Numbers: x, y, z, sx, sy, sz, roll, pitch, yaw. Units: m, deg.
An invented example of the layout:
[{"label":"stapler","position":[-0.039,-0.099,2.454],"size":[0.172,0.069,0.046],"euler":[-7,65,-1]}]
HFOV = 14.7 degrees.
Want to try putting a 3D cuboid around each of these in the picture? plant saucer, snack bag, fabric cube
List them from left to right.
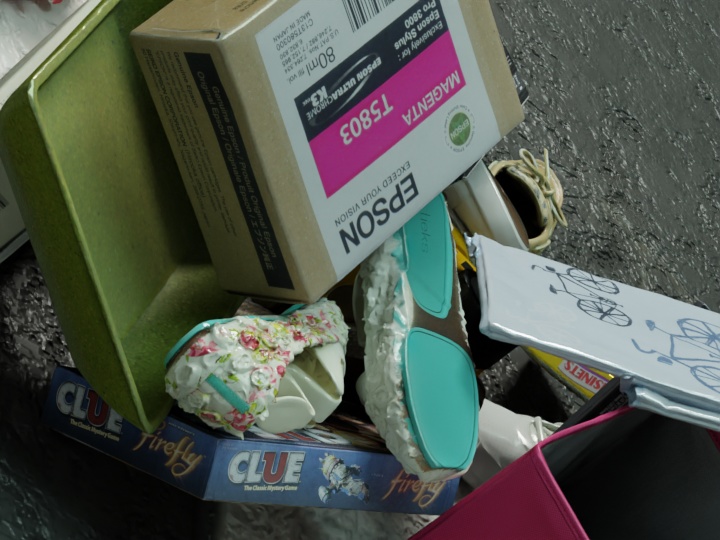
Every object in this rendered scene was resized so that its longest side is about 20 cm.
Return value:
[{"label":"plant saucer","position":[-0.126,-0.045,1.472],"size":[0.200,0.048,0.201],"euler":[-58,136,-57]},{"label":"fabric cube","position":[0.124,0.210,1.571],"size":[0.200,0.199,0.197],"euler":[-13,69,-57]},{"label":"snack bag","position":[0.154,0.041,1.622],"size":[0.199,0.022,0.189],"euler":[18,17,-6]}]

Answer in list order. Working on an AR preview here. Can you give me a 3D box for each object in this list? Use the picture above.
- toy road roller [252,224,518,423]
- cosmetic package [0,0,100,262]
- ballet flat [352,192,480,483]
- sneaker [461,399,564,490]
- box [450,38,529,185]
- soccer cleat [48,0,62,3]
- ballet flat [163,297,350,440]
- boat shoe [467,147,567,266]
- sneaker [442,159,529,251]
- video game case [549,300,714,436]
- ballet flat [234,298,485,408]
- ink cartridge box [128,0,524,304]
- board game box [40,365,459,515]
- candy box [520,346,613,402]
[{"label":"toy road roller","position":[0.000,0.000,1.713],"size":[0.200,0.123,0.146],"euler":[45,18,-17]},{"label":"cosmetic package","position":[-0.180,-0.079,1.570],"size":[0.071,0.105,0.200],"euler":[48,32,-9]},{"label":"ballet flat","position":[0.026,0.041,1.559],"size":[0.072,0.072,0.201],"euler":[27,46,-35]},{"label":"sneaker","position":[0.134,0.123,1.793],"size":[0.200,0.080,0.071],"euler":[31,38,-28]},{"label":"box","position":[0.033,-0.145,1.718],"size":[0.161,0.044,0.200],"euler":[62,21,-10]},{"label":"soccer cleat","position":[-0.217,-0.201,1.690],"size":[0.077,0.067,0.200],"euler":[51,33,8]},{"label":"ballet flat","position":[-0.045,0.058,1.488],"size":[0.064,0.076,0.200],"euler":[45,18,12]},{"label":"boat shoe","position":[0.104,-0.036,1.935],"size":[0.073,0.063,0.200],"euler":[49,31,-3]},{"label":"sneaker","position":[0.042,-0.057,1.836],"size":[0.073,0.084,0.200],"euler":[55,0,-43]},{"label":"video game case","position":[0.199,0.152,1.747],"size":[0.181,0.200,0.026],"euler":[48,1,-5]},{"label":"ballet flat","position":[-0.025,0.056,1.623],"size":[0.199,0.067,0.047],"euler":[19,51,-4]},{"label":"ink cartridge box","position":[-0.013,-0.104,1.512],"size":[0.200,0.075,0.165],"euler":[-42,124,-35]},{"label":"board game box","position":[-0.057,0.095,1.536],"size":[0.135,0.035,0.199],"euler":[20,7,41]},{"label":"candy box","position":[0.187,0.101,1.838],"size":[0.200,0.026,0.102],"euler":[38,1,16]}]
